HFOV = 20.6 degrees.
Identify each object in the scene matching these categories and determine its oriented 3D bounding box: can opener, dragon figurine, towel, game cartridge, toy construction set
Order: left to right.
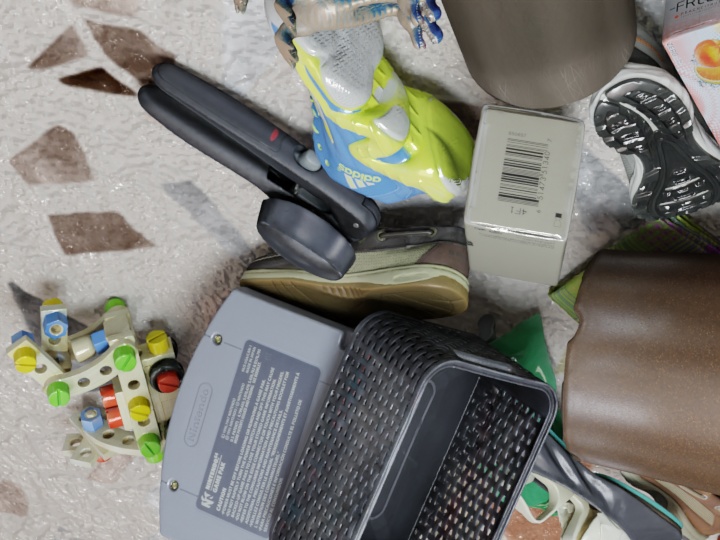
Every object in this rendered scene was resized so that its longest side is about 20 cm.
[{"bbox_3d":[-0.206,0.102,1.617,0.130,0.093,0.201,-15,144,-6],"label":"toy construction set"},{"bbox_3d":[-0.078,0.122,1.490,0.132,0.041,0.202,21,99,23],"label":"game cartridge"},{"bbox_3d":[-0.070,-0.080,1.412,0.200,0.079,0.063,41,127,-10],"label":"can opener"},{"bbox_3d":[-0.030,-0.195,1.257,0.200,0.099,0.059,47,156,30],"label":"dragon figurine"},{"bbox_3d":[0.255,0.037,1.480,0.199,0.023,0.144,32,136,-18],"label":"towel"}]

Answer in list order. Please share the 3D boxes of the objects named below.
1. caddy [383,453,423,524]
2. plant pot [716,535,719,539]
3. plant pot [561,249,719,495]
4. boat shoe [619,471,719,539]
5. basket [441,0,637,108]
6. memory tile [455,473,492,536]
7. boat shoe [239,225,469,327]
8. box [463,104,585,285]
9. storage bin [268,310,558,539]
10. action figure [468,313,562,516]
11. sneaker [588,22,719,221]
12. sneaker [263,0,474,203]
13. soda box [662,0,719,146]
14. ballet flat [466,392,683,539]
[{"bbox_3d":[-0.043,0.135,1.552,0.198,0.143,0.105,3,179,14],"label":"caddy"},{"bbox_3d":[0.412,0.276,1.580,0.199,0.177,0.200,23,137,-10],"label":"plant pot"},{"bbox_3d":[0.250,0.070,1.371,0.196,0.201,0.201,8,138,18],"label":"plant pot"},{"bbox_3d":[0.252,0.143,1.563,0.071,0.076,0.200,-18,138,25],"label":"boat shoe"},{"bbox_3d":[0.096,-0.203,1.175,0.135,0.181,0.201,-19,143,3],"label":"basket"},{"bbox_3d":[0.041,0.164,1.676,0.152,0.017,0.201,11,137,2],"label":"memory tile"},{"bbox_3d":[0.000,0.000,1.476,0.199,0.065,0.073,1,151,33],"label":"boat shoe"},{"bbox_3d":[0.108,-0.046,1.314,0.068,0.083,0.200,10,171,5],"label":"box"},{"bbox_3d":[0.037,0.145,1.433,0.134,0.094,0.201,16,101,-39],"label":"storage bin"},{"bbox_3d":[0.120,0.126,1.574,0.117,0.055,0.201,-23,124,7],"label":"action figure"},{"bbox_3d":[0.200,-0.098,1.319,0.073,0.080,0.200,-17,147,14],"label":"sneaker"},{"bbox_3d":[-0.015,-0.112,1.352,0.105,0.076,0.200,-22,118,46],"label":"sneaker"},{"bbox_3d":[0.265,-0.108,1.287,0.063,0.069,0.200,-15,131,27],"label":"soda box"},{"bbox_3d":[0.160,0.173,1.525,0.199,0.073,0.073,37,133,-18],"label":"ballet flat"}]
